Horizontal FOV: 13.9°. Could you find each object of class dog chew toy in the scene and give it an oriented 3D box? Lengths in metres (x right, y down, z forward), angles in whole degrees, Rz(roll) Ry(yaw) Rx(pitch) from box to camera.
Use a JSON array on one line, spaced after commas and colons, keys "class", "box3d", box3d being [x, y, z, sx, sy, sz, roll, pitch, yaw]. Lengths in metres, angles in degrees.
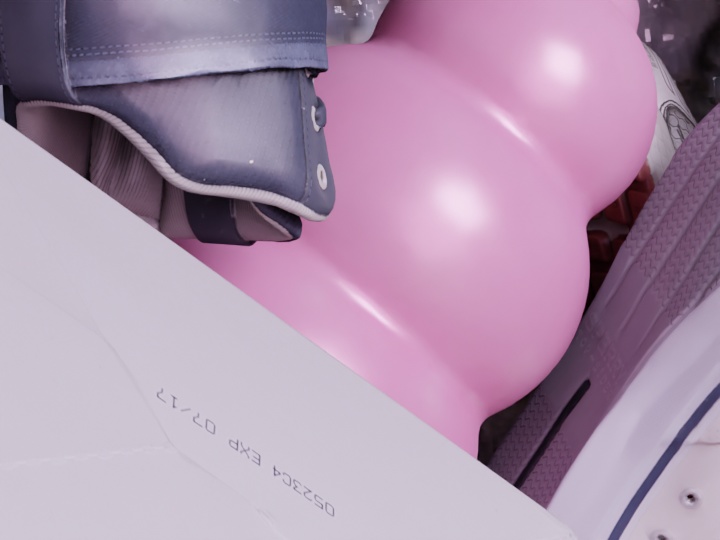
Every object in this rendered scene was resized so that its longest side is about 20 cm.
[{"class": "dog chew toy", "box3d": [0.000, 0.000, 0.756, 0.125, 0.125, 0.200, 41, 83, -15]}]

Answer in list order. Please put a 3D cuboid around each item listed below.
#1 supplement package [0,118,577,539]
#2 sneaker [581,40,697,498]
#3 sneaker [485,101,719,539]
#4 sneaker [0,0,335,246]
[{"class": "supplement package", "box3d": [-0.086, 0.108, 0.636, 0.191, 0.147, 0.200, 37, 118, -20]}, {"class": "sneaker", "box3d": [0.105, 0.022, 0.841, 0.082, 0.078, 0.200, -33, 105, -30]}, {"class": "sneaker", "box3d": [0.101, 0.019, 0.754, 0.071, 0.073, 0.200, 25, 115, -21]}, {"class": "sneaker", "box3d": [-0.018, -0.083, 0.712, 0.202, 0.077, 0.146, -13, 98, -51]}]
